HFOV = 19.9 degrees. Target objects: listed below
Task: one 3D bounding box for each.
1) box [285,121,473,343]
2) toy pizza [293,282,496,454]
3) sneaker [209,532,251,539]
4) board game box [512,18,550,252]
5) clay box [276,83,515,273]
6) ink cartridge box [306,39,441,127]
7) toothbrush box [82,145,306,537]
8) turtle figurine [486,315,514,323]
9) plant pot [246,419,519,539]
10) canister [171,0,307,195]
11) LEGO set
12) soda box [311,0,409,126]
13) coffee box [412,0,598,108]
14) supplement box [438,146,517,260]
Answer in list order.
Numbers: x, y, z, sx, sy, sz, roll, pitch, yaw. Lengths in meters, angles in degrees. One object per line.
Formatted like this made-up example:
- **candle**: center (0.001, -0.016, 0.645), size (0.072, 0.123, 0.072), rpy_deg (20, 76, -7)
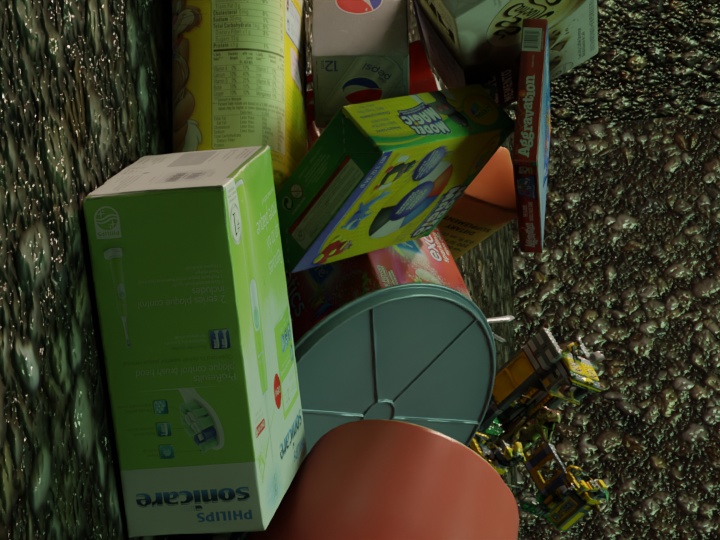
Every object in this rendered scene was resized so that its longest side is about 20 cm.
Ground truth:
- **box**: center (0.000, 0.000, 1.487), size (0.095, 0.100, 0.200), rpy_deg (16, 37, -37)
- **toy pizza**: center (0.004, 0.091, 1.383), size (0.032, 0.200, 0.201), rpy_deg (43, -25, 44)
- **sneaker**: center (-0.045, 0.252, 1.380), size (0.079, 0.089, 0.200), rpy_deg (-76, 159, -61)
- **board game box**: center (0.122, -0.091, 1.449), size (0.200, 0.019, 0.103), rpy_deg (71, 24, -72)
- **clay box**: center (0.026, -0.066, 1.388), size (0.048, 0.115, 0.200), rpy_deg (49, 32, 18)
- **ink cartridge box**: center (-0.007, -0.096, 1.566), size (0.200, 0.162, 0.050), rpy_deg (58, 16, -72)
- **toothbrush box**: center (-0.093, 0.038, 1.203), size (0.146, 0.086, 0.201), rpy_deg (-55, 141, -76)
- **turtle figurine**: center (0.028, 0.107, 1.669), size (0.194, 0.200, 0.144), rpy_deg (-53, 176, -43)
- **plant pot**: center (0.006, 0.202, 1.255), size (0.201, 0.200, 0.178), rpy_deg (76, 29, -45)
- **canister**: center (-0.081, -0.146, 1.382), size (0.149, 0.086, 0.201), rpy_deg (56, 32, -76)
- **LEGO set**: center (0.134, 0.109, 1.602), size (0.200, 0.116, 0.154), rpy_deg (27, 27, -40)
- **soda box**: center (0.000, -0.188, 1.454), size (0.200, 0.068, 0.064), rpy_deg (-91, 180, -47)
- **coffee box**: center (0.099, -0.192, 1.427), size (0.080, 0.113, 0.200), rpy_deg (58, -4, 18)
- **supplement box**: center (0.032, -0.028, 1.590), size (0.066, 0.200, 0.069), rpy_deg (16, 54, -38)
